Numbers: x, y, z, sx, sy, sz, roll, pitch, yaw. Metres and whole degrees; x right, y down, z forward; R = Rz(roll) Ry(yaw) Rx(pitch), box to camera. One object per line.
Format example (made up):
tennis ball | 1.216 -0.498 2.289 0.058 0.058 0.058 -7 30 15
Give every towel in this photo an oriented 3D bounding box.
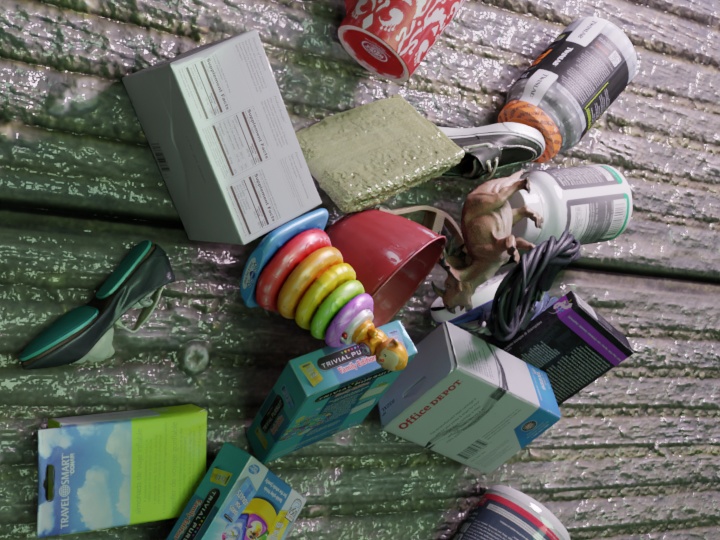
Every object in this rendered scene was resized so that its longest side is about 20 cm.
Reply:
towel | 0.019 -0.147 1.304 0.199 0.148 0.037 -26 146 -30

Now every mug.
mug | 0.050 -0.357 1.331 0.201 0.176 0.134 -58 156 -12

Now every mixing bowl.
mixing bowl | 0.000 0.000 1.280 0.108 0.201 0.200 43 65 11

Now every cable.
cable | 0.220 0.020 1.329 0.163 0.200 0.051 -45 73 -2

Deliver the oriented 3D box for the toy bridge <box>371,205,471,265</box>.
toy bridge | 0.094 -0.048 1.416 0.198 0.027 0.068 22 80 -33

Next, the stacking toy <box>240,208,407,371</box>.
stacking toy | -0.026 0.041 1.139 0.109 0.200 0.117 -30 154 -43

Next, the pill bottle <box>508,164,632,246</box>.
pill bottle | 0.277 -0.087 1.484 0.198 0.113 0.115 -8 97 -33

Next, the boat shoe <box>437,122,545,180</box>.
boat shoe | 0.151 -0.148 1.389 0.197 0.071 0.064 -3 55 -10

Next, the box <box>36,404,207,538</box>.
box | -0.269 0.221 1.178 0.198 0.047 0.124 -1 94 -35

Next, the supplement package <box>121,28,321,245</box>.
supplement package | -0.154 -0.145 1.167 0.110 0.155 0.202 -28 108 -26

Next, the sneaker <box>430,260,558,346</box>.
sneaker | 0.193 0.082 1.458 0.199 0.080 0.148 -24 102 -36

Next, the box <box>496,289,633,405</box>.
box | 0.256 0.128 1.455 0.200 0.036 0.143 -40 127 20

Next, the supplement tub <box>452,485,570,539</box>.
supplement tub | 0.182 0.410 1.437 0.201 0.140 0.141 -51 117 -21

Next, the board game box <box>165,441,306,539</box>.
board game box | -0.159 0.322 1.226 0.201 0.047 0.151 -59 144 -16

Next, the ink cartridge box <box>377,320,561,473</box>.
ink cartridge box | 0.140 0.170 1.385 0.199 0.145 0.084 27 35 -32

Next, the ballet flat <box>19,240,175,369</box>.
ballet flat | -0.277 0.054 1.152 0.200 0.073 0.073 -47 116 -25

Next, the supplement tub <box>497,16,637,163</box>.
supplement tub | 0.287 -0.251 1.475 0.200 0.122 0.123 -47 116 -23

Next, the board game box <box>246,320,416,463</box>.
board game box | -0.038 0.145 1.241 0.150 0.200 0.047 -18 67 -31

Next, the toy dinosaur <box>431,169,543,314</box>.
toy dinosaur | 0.157 -0.053 1.360 0.086 0.134 0.202 43 53 -53
